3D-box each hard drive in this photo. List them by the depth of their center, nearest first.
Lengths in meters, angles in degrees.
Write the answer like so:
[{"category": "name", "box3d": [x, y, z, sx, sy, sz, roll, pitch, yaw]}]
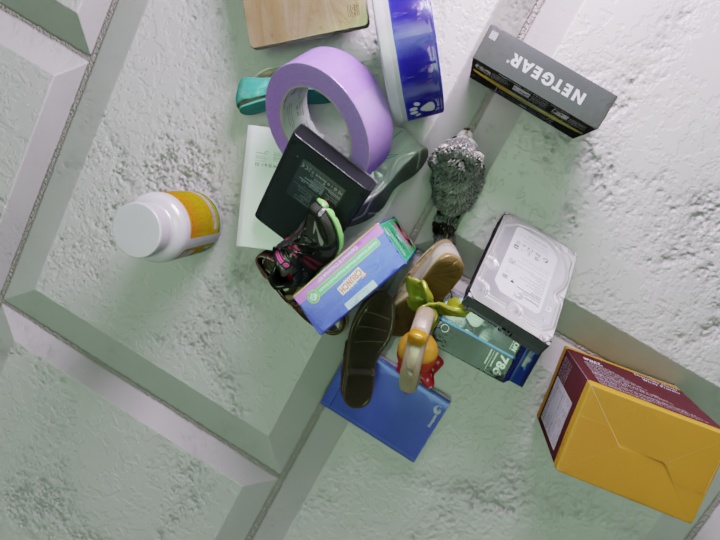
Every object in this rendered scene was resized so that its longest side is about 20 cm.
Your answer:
[{"category": "hard drive", "box3d": [0.246, 0.012, 0.869, 0.138, 0.201, 0.038, 32, 143, 4]}, {"category": "hard drive", "box3d": [-0.076, -0.108, 0.879, 0.139, 0.033, 0.200, 36, 138, -3]}, {"category": "hard drive", "box3d": [-0.136, -0.136, 0.970, 0.129, 0.027, 0.204, 6, 93, -2]}, {"category": "hard drive", "box3d": [0.043, 0.232, 1.012, 0.198, 0.025, 0.133, 31, 102, 4]}]

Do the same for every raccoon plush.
[{"category": "raccoon plush", "box3d": [0.154, -0.115, 0.886, 0.095, 0.134, 0.204, -4, 97, 9]}]

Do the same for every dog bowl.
[{"category": "dog bowl", "box3d": [0.070, -0.326, 0.837, 0.077, 0.200, 0.204, -9, 97, 9]}]

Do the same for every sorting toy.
[{"category": "sorting toy", "box3d": [-0.090, -0.470, 0.910, 0.195, 0.070, 0.204, -6, 98, 11]}]

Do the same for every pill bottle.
[{"category": "pill bottle", "box3d": [-0.316, -0.074, 0.939, 0.109, 0.200, 0.113, 1, 99, 9]}]

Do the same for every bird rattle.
[{"category": "bird rattle", "box3d": [0.085, 0.116, 0.879, 0.111, 0.163, 0.203, 24, 118, 10]}]

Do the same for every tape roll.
[{"category": "tape roll", "box3d": [-0.049, -0.222, 0.855, 0.198, 0.066, 0.202, 28, 140, 26]}]

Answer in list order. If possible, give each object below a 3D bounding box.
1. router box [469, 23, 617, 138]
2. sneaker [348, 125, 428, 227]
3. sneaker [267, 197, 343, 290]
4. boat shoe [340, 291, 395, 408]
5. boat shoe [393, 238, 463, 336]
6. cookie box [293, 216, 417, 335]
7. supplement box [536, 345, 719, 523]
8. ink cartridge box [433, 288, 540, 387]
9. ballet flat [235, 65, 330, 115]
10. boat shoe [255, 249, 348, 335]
[{"category": "router box", "box3d": [0.257, -0.271, 0.835, 0.198, 0.157, 0.053, 32, 102, 3]}, {"category": "sneaker", "box3d": [0.020, -0.152, 0.946, 0.200, 0.070, 0.081, -43, 70, 13]}, {"category": "sneaker", "box3d": [-0.087, -0.027, 0.863, 0.077, 0.083, 0.201, 50, 139, 16]}, {"category": "boat shoe", "box3d": [0.002, 0.124, 0.951, 0.071, 0.068, 0.203, 15, 101, -16]}, {"category": "boat shoe", "box3d": [0.102, 0.030, 0.949, 0.073, 0.070, 0.201, 26, 126, -19]}, {"category": "cookie box", "box3d": [0.000, 0.000, 0.896, 0.170, 0.200, 0.076, -39, 91, 12]}, {"category": "supplement box", "box3d": [0.395, 0.234, 0.863, 0.194, 0.200, 0.135, 20, 101, 6]}, {"category": "ink cartridge box", "box3d": [0.210, 0.115, 0.961, 0.197, 0.039, 0.101, 27, 101, 4]}, {"category": "ballet flat", "box3d": [-0.115, -0.310, 0.942, 0.196, 0.067, 0.072, -6, 83, 8]}, {"category": "boat shoe", "box3d": [-0.105, 0.040, 0.985, 0.072, 0.072, 0.200, -43, 89, 13]}]
